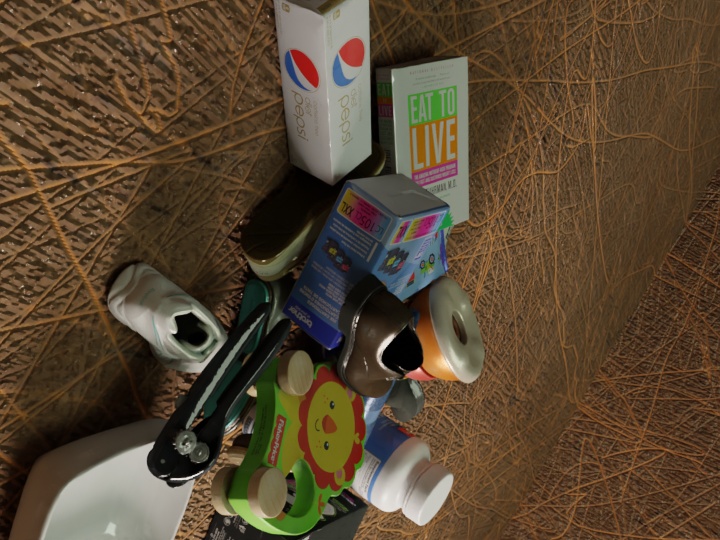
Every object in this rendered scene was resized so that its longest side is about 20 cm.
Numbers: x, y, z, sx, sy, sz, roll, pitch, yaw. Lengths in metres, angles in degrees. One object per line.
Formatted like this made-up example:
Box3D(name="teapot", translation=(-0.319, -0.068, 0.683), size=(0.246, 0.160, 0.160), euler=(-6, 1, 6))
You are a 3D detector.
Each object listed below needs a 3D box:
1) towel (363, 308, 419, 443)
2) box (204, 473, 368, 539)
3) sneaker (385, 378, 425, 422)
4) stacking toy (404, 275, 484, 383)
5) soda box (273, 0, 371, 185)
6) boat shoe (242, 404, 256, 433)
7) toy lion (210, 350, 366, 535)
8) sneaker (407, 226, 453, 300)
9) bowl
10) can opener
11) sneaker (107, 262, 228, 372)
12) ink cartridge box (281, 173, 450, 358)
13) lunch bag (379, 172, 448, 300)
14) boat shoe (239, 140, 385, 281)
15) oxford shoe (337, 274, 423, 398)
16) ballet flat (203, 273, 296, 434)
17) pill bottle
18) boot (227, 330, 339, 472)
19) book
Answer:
Box3D(name="towel", translation=(0.014, 0.142, 1.145), size=(0.112, 0.048, 0.201), euler=(-68, 180, -54))
Box3D(name="box", translation=(-0.108, 0.373, 1.247), size=(0.199, 0.124, 0.150), euler=(-2, 119, -59))
Box3D(name="sneaker", translation=(0.045, 0.174, 1.395), size=(0.091, 0.076, 0.201), euler=(-35, 139, -24))
Box3D(name="stacking toy", translation=(0.057, 0.102, 1.230), size=(0.146, 0.199, 0.147), euler=(47, 33, -44))
Box3D(name="soda box", translation=(-0.034, -0.186, 0.881), size=(0.068, 0.063, 0.201), euler=(-43, 148, -31))
Box3D(name="boat shoe", translation=(-0.060, 0.196, 1.189), size=(0.200, 0.091, 0.071), euler=(-23, 136, -52))
Box3D(name="toy lion", translation=(-0.058, 0.185, 0.960), size=(0.192, 0.068, 0.202), euler=(45, 48, -45))
Box3D(name="sneaker", translation=(0.100, -0.047, 1.250), size=(0.088, 0.075, 0.201), euler=(-43, 156, -48))
Box3D(name="bowl", translation=(-0.262, 0.237, 0.890), size=(0.199, 0.074, 0.201), euler=(-11, 127, -57))
Box3D(name="can opener", translation=(-0.138, 0.117, 0.872), size=(0.063, 0.079, 0.201), euler=(35, 77, -19))
Box3D(name="sneaker", translation=(-0.169, 0.065, 0.877), size=(0.071, 0.080, 0.200), euler=(-56, 155, -11))
Box3D(name="ink cartridge box", translation=(0.000, 0.000, 0.984), size=(0.136, 0.076, 0.201), euler=(-18, 142, -60))
Box3D(name="lunch bag", translation=(0.036, -0.070, 1.113), size=(0.150, 0.094, 0.202), euler=(-30, 132, -42))
Box3D(name="boat shoe", translation=(-0.050, -0.067, 0.974), size=(0.200, 0.074, 0.067), euler=(-41, 156, -21))
Box3D(name="oxford shoe", translation=(0.024, 0.093, 0.951), size=(0.073, 0.084, 0.201), euler=(-45, 157, -22))
Box3D(name="ballet flat", translation=(-0.117, 0.095, 1.009), size=(0.063, 0.067, 0.202), euler=(-1, 116, -52))
Box3D(name="pill bottle", translation=(0.029, 0.269, 1.281), size=(0.112, 0.199, 0.113), euler=(-42, 149, -33))
Box3D(name="boot", translation=(-0.077, 0.146, 1.043), size=(0.199, 0.072, 0.168), euler=(19, 73, -55))
Box3D(name="book", translation=(0.073, -0.144, 1.066), size=(0.133, 0.048, 0.202), euler=(-23, 116, -44))
